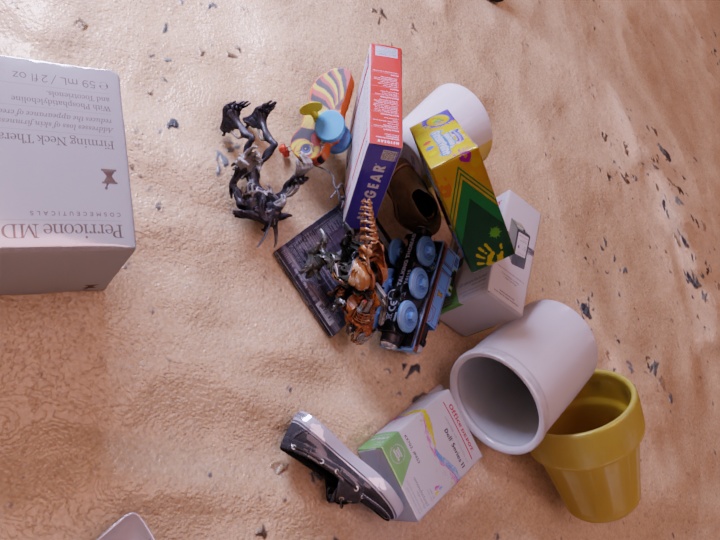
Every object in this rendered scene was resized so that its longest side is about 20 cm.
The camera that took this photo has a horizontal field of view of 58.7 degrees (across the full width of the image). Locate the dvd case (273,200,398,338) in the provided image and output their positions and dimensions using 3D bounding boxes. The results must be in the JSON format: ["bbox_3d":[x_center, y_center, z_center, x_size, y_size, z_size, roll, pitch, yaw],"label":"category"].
[{"bbox_3d":[-0.025,-0.016,0.989,0.199,0.016,0.151,-40,98,-37],"label":"dvd case"}]

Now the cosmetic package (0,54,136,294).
[{"bbox_3d":[-0.350,-0.093,0.691,0.163,0.165,0.207,-3,76,-35],"label":"cosmetic package"}]

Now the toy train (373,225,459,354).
[{"bbox_3d":[0.085,0.036,0.997,0.114,0.085,0.205,37,62,-41],"label":"toy train"}]

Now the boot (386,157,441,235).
[{"bbox_3d":[0.096,-0.093,1.017,0.076,0.073,0.200,49,2,31],"label":"boot"}]

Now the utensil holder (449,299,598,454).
[{"bbox_3d":[0.264,0.161,1.015,0.198,0.169,0.174,-28,90,-39],"label":"utensil holder"}]

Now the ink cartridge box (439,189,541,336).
[{"bbox_3d":[0.213,-0.011,1.073,0.083,0.145,0.204,31,58,-19],"label":"ink cartridge box"}]

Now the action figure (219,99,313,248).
[{"bbox_3d":[-0.136,-0.142,0.902,0.117,0.101,0.206,-4,74,-46],"label":"action figure"}]

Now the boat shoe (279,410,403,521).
[{"bbox_3d":[-0.028,0.277,0.853,0.200,0.069,0.067,47,61,-12],"label":"boat shoe"}]

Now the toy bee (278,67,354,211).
[{"bbox_3d":[-0.070,-0.206,0.964,0.105,0.132,0.206,4,61,9],"label":"toy bee"}]

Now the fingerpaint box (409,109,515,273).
[{"bbox_3d":[0.143,-0.122,0.939,0.202,0.072,0.170,-99,165,-62],"label":"fingerpaint box"}]

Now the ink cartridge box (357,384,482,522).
[{"bbox_3d":[0.103,0.260,0.949,0.198,0.067,0.119,-30,91,-39],"label":"ink cartridge box"}]

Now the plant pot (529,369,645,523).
[{"bbox_3d":[0.379,0.299,1.066,0.199,0.198,0.194,-31,108,-38],"label":"plant pot"}]

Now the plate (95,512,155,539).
[{"bbox_3d":[-0.266,0.398,0.661,0.199,0.032,0.203,-35,95,-38],"label":"plate"}]

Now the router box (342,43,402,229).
[{"bbox_3d":[0.015,-0.192,0.952,0.047,0.201,0.185,7,61,-9],"label":"router box"}]

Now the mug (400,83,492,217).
[{"bbox_3d":[0.134,-0.201,1.092,0.152,0.149,0.189,-35,88,-30],"label":"mug"}]

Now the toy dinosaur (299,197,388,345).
[{"bbox_3d":[0.000,0.000,0.900,0.101,0.135,0.205,7,110,-47],"label":"toy dinosaur"}]
